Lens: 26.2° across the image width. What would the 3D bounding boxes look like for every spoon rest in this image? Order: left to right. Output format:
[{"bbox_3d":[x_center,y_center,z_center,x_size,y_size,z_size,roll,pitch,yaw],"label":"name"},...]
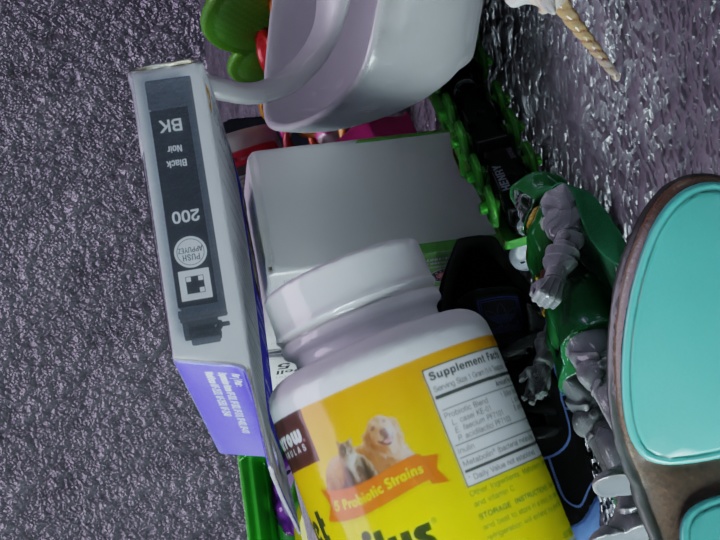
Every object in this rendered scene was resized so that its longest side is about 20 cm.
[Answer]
[{"bbox_3d":[-0.024,-0.174,0.796,0.202,0.060,0.099,-67,22,1],"label":"spoon rest"}]

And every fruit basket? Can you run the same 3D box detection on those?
[{"bbox_3d":[-0.028,0.235,1.367,0.216,0.154,0.218,-11,-90,-82],"label":"fruit basket"}]

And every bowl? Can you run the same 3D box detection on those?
[{"bbox_3d":[0.014,-0.173,0.859,0.199,0.074,0.202,174,105,-70],"label":"bowl"}]

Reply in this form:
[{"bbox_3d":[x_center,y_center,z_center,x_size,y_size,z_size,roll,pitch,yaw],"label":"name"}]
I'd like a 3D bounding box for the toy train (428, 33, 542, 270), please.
[{"bbox_3d":[0.067,-0.072,0.857,0.201,0.041,0.057,-107,5,-50],"label":"toy train"}]

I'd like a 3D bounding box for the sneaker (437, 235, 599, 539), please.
[{"bbox_3d":[0.074,0.062,0.800,0.201,0.069,0.078,-108,10,-53],"label":"sneaker"}]

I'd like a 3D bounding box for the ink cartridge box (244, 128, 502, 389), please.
[{"bbox_3d":[0.000,0.000,0.980,0.200,0.144,0.085,103,157,-64],"label":"ink cartridge box"}]

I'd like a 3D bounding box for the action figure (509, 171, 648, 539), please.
[{"bbox_3d":[0.099,0.027,0.693,0.119,0.054,0.201,89,174,-45],"label":"action figure"}]

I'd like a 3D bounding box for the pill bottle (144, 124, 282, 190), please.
[{"bbox_3d":[-0.082,-0.001,1.189,0.111,0.110,0.202,158,91,-80],"label":"pill bottle"}]

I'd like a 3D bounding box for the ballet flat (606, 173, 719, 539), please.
[{"bbox_3d":[0.120,0.068,0.543,0.068,0.067,0.202,172,93,-89],"label":"ballet flat"}]

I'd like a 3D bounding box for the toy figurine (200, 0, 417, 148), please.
[{"bbox_3d":[-0.023,-0.104,1.099,0.200,0.149,0.186,127,128,-64],"label":"toy figurine"}]

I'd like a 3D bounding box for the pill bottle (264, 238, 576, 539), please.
[{"bbox_3d":[0.027,0.093,0.697,0.109,0.108,0.202,123,126,-76],"label":"pill bottle"}]

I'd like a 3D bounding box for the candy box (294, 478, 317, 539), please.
[{"bbox_3d":[0.044,0.153,0.840,0.201,0.135,0.061,-109,15,-52],"label":"candy box"}]

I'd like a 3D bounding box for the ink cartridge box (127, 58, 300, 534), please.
[{"bbox_3d":[-0.071,0.026,0.789,0.198,0.043,0.202,84,174,-71],"label":"ink cartridge box"}]

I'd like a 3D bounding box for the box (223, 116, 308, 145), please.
[{"bbox_3d":[-0.055,-0.002,1.387,0.198,0.123,0.201,93,167,-51],"label":"box"}]

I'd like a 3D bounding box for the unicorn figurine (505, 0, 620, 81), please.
[{"bbox_3d":[0.051,-0.192,0.694,0.137,0.073,0.202,11,97,49],"label":"unicorn figurine"}]
